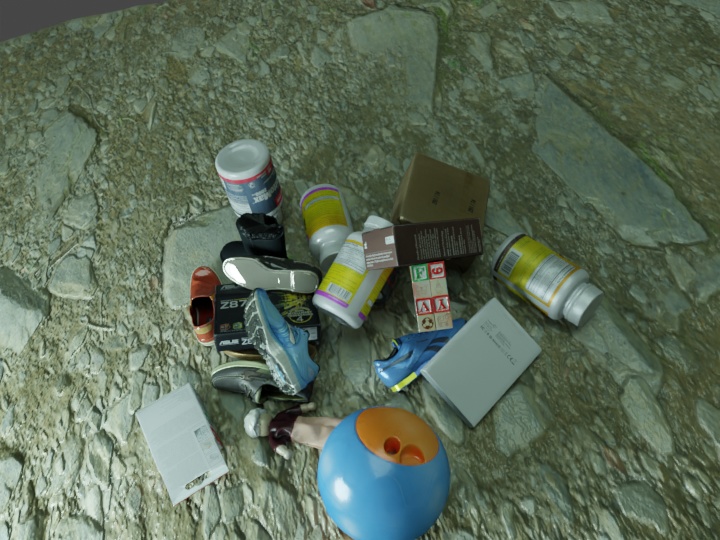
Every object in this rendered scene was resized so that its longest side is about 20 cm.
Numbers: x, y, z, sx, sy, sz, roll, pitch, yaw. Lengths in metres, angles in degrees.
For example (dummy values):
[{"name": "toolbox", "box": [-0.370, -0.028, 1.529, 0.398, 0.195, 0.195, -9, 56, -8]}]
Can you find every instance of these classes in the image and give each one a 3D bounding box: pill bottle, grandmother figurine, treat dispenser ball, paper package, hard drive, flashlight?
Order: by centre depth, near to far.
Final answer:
[{"name": "treat dispenser ball", "box": [0.035, 0.307, 0.878, 0.200, 0.201, 0.201, -4, 52, 6]}, {"name": "grandmother figurine", "box": [-0.114, 0.281, 1.018, 0.199, 0.061, 0.121, 5, 25, 17]}, {"name": "hard drive", "box": [0.218, 0.162, 1.039, 0.200, 0.027, 0.132, -41, 87, -22]}, {"name": "pill bottle", "box": [0.000, 0.000, 1.095, 0.104, 0.104, 0.200, 25, 77, 25]}, {"name": "pill bottle", "box": [0.356, 0.019, 1.112, 0.109, 0.109, 0.200, -38, 57, -20]}, {"name": "paper package", "box": [0.164, -0.121, 1.221, 0.190, 0.104, 0.201, 20, 54, -7]}, {"name": "flashlight", "box": [0.057, -0.020, 1.224, 0.068, 0.068, 0.200, 26, 53, -4]}, {"name": "pill bottle", "box": [-0.068, -0.089, 1.267, 0.104, 0.104, 0.200, -14, 51, -2]}, {"name": "pill bottle", "box": [-0.240, -0.182, 1.306, 0.119, 0.200, 0.120, -4, 52, 5]}]

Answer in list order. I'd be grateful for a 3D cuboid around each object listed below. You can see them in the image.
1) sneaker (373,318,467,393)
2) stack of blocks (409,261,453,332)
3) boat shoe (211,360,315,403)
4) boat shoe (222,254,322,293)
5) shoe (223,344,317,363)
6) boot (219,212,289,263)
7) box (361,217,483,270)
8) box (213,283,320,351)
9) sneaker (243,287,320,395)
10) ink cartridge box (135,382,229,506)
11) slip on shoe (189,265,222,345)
[{"name": "sneaker", "box": [0.113, 0.137, 1.071, 0.200, 0.066, 0.079, -36, 85, -17]}, {"name": "stack of blocks", "box": [0.128, 0.044, 1.075, 0.058, 0.200, 0.116, -8, 90, 5]}, {"name": "boat shoe", "box": [-0.183, 0.211, 1.069, 0.200, 0.072, 0.066, 0, 47, 6]}, {"name": "boat shoe", "box": [-0.174, 0.006, 1.166, 0.199, 0.067, 0.057, 10, 18, 4]}, {"name": "shoe", "box": [-0.179, 0.164, 1.116, 0.199, 0.054, 0.070, 8, 35, 15]}, {"name": "boot", "box": [-0.232, -0.060, 1.230, 0.200, 0.168, 0.077, 20, 56, 23]}, {"name": "box", "box": [0.113, -0.048, 1.034, 0.199, 0.100, 0.075, -6, 89, -32]}, {"name": "box", "box": [-0.185, 0.083, 1.145, 0.199, 0.049, 0.161, -5, 34, -9]}, {"name": "sneaker", "box": [-0.141, 0.120, 1.046, 0.090, 0.078, 0.200, -23, 81, -35]}, {"name": "ink cartridge box", "box": [-0.310, 0.309, 1.029, 0.109, 0.050, 0.200, -29, 54, -14]}, {"name": "slip on shoe", "box": [-0.327, 0.062, 1.218, 0.074, 0.061, 0.200, -15, 50, -1]}]
